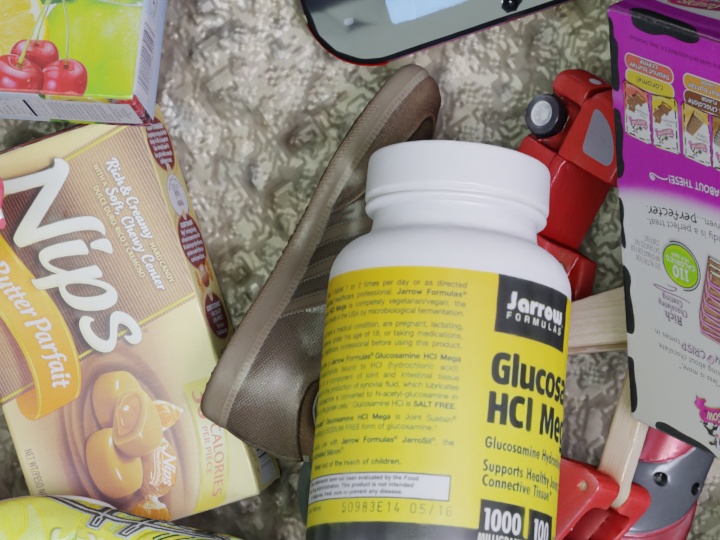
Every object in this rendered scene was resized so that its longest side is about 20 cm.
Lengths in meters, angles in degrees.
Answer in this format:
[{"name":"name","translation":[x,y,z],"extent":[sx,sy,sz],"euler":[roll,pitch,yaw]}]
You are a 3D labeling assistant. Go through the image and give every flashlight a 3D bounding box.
[{"name":"flashlight","translation":[0.148,0.067,1.322],"extent":[0.068,0.068,0.201],"euler":[21,99,10]}]

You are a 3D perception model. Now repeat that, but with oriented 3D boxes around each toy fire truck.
[{"name":"toy fire truck","translation":[0.105,0.020,1.299],"extent":[0.141,0.049,0.201],"euler":[35,101,39]}]

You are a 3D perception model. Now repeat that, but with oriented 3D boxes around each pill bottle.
[{"name":"pill bottle","translation":[0.037,0.049,1.239],"extent":[0.111,0.112,0.202],"euler":[3,78,9]}]

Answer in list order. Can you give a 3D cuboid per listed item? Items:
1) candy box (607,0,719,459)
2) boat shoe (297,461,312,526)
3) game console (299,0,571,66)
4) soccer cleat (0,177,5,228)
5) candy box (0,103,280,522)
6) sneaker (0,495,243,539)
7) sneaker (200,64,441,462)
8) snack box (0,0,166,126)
[{"name":"candy box","translation":[0.175,-0.013,1.175],"extent":[0.136,0.061,0.201],"euler":[26,129,48]},{"name":"boat shoe","translation":[0.051,0.158,1.318],"extent":[0.202,0.065,0.075],"euler":[48,129,24]},{"name":"game console","translation":[0.051,-0.206,1.334],"extent":[0.199,0.031,0.178],"euler":[-17,92,10]},{"name":"soccer cleat","translation":[-0.240,-0.004,1.348],"extent":[0.077,0.066,0.200],"euler":[58,135,16]},{"name":"candy box","translation":[-0.127,0.029,1.370],"extent":[0.115,0.055,0.201],"euler":[-18,91,11]},{"name":"sneaker","translation":[-0.106,0.143,1.301],"extent":[0.198,0.076,0.076],"euler":[8,76,-18]},{"name":"sneaker","translation":[0.000,0.000,1.329],"extent":[0.075,0.070,0.201],"euler":[29,83,2]},{"name":"snack box","translation":[-0.162,-0.176,1.335],"extent":[0.141,0.053,0.202],"euler":[4,78,8]}]
